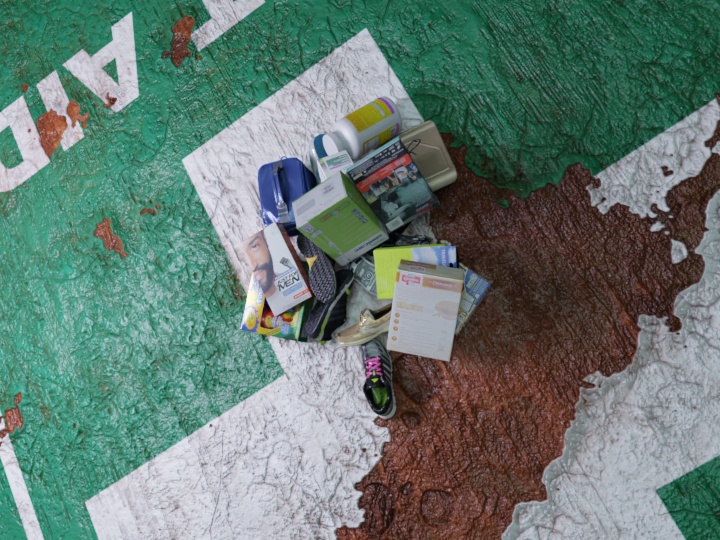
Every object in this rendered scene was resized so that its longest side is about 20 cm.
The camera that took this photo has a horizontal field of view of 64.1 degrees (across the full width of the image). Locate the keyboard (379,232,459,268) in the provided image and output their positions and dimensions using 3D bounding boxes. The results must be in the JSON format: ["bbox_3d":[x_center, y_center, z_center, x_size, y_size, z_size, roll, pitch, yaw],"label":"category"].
[{"bbox_3d":[0.144,-0.039,1.406,0.195,0.040,0.107,3,104,13],"label":"keyboard"}]

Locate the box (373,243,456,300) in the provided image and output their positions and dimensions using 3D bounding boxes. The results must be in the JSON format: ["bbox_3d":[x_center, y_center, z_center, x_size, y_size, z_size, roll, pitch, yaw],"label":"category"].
[{"bbox_3d":[0.133,0.003,1.371,0.195,0.048,0.125,-3,100,14],"label":"box"}]

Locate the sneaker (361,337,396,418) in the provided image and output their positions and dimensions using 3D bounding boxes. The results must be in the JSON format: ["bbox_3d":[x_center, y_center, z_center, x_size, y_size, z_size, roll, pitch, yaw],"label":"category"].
[{"bbox_3d":[0.040,0.259,1.399,0.072,0.087,0.205,-13,78,11],"label":"sneaker"}]

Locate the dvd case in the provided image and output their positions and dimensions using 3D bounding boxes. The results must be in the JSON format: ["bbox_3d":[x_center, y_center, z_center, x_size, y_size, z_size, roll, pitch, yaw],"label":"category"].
[{"bbox_3d":[0.077,-0.193,1.332,0.144,0.201,0.022,-28,34,18],"label":"dvd case"}]

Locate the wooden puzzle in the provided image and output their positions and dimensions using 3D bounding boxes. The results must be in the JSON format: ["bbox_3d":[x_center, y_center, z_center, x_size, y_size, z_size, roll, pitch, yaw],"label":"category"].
[{"bbox_3d":[0.135,-0.269,1.463,0.182,0.037,0.203,-23,58,10],"label":"wooden puzzle"}]

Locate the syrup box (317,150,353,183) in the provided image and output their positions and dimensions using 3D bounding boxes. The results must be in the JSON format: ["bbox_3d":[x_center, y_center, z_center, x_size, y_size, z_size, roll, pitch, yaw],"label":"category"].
[{"bbox_3d":[-0.048,-0.187,1.417,0.077,0.202,0.082,-20,52,-10],"label":"syrup box"}]

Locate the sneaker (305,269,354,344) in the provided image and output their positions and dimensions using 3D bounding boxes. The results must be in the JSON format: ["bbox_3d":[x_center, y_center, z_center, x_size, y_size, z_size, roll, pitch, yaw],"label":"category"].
[{"bbox_3d":[-0.065,0.092,1.454,0.202,0.082,0.072,-58,36,8],"label":"sneaker"}]

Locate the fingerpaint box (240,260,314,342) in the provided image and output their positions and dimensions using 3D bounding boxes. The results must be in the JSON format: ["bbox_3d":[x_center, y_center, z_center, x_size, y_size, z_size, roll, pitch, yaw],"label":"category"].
[{"bbox_3d":[-0.208,0.071,1.497,0.163,0.073,0.205,9,84,15],"label":"fingerpaint box"}]

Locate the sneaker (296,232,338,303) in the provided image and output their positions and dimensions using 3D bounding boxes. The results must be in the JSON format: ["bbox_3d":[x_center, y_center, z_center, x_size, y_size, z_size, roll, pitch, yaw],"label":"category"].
[{"bbox_3d":[-0.089,-0.007,1.417,0.069,0.090,0.203,-31,65,16],"label":"sneaker"}]

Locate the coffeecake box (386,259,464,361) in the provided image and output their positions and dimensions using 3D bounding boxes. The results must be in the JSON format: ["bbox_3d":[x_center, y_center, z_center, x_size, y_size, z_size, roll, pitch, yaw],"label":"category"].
[{"bbox_3d":[0.149,0.091,1.325,0.150,0.073,0.205,10,112,8],"label":"coffeecake box"}]

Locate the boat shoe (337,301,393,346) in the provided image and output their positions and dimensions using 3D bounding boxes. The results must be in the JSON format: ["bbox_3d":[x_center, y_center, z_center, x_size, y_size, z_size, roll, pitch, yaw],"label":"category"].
[{"bbox_3d":[0.028,0.125,1.422,0.196,0.074,0.068,-23,110,1],"label":"boat shoe"}]

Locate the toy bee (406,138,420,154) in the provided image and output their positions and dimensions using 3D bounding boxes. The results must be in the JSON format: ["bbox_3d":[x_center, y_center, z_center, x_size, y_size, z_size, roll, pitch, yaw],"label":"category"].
[{"bbox_3d":[0.084,-0.222,1.386,0.109,0.198,0.132,48,68,-26],"label":"toy bee"}]

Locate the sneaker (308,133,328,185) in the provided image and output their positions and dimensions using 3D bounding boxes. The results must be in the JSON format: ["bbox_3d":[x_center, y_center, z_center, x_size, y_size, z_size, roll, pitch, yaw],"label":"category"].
[{"bbox_3d":[-0.087,-0.253,1.518,0.075,0.081,0.205,-13,99,-18],"label":"sneaker"}]

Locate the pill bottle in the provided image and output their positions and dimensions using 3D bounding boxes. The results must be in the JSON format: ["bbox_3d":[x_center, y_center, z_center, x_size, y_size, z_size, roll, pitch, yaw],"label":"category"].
[{"bbox_3d":[0.003,-0.353,1.458,0.198,0.105,0.105,-33,74,-20],"label":"pill bottle"}]

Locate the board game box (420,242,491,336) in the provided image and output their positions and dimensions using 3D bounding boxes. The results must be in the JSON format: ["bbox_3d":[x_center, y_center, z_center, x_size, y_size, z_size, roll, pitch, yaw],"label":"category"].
[{"bbox_3d":[0.199,0.041,1.414,0.198,0.046,0.153,36,92,16],"label":"board game box"}]

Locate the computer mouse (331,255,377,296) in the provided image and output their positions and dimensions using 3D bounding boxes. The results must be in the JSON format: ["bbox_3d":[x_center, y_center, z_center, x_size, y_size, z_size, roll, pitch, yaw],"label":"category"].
[{"bbox_3d":[0.000,0.000,1.473,0.198,0.044,0.111,36,94,19],"label":"computer mouse"}]

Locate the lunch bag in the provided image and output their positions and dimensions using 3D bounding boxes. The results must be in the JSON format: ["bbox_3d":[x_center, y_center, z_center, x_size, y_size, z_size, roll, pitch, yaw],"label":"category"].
[{"bbox_3d":[-0.188,-0.198,1.503,0.133,0.132,0.205,-12,79,11],"label":"lunch bag"}]

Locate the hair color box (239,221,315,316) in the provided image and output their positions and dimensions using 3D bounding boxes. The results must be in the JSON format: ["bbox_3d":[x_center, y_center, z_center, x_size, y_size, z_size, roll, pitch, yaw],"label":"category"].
[{"bbox_3d":[-0.202,-0.003,1.418,0.109,0.064,0.203,-28,86,9],"label":"hair color box"}]

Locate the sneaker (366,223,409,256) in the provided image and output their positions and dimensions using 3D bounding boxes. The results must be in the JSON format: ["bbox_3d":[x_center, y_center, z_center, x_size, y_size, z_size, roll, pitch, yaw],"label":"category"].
[{"bbox_3d":[0.071,-0.125,1.466,0.082,0.072,0.201,38,82,27],"label":"sneaker"}]

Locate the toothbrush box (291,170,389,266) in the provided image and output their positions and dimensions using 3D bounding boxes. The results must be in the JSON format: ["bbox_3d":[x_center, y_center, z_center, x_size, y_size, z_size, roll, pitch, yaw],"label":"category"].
[{"bbox_3d":[-0.045,-0.117,1.361,0.144,0.200,0.087,-30,50,18],"label":"toothbrush box"}]
